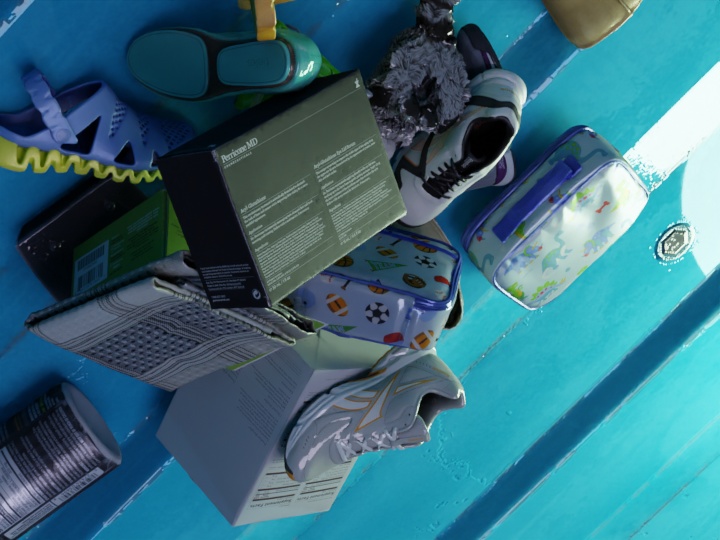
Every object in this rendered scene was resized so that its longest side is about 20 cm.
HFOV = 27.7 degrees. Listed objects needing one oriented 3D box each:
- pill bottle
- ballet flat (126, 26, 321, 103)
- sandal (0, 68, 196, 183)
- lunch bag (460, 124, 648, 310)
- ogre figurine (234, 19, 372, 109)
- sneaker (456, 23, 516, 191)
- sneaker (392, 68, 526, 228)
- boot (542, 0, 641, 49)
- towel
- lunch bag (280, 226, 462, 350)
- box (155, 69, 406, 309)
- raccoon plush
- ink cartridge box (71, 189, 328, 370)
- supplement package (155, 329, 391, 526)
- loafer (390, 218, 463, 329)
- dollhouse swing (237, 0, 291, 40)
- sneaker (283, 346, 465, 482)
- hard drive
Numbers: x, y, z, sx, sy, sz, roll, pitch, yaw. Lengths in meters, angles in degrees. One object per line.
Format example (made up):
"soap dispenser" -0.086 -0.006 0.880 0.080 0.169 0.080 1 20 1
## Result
"pill bottle" -0.353 0.211 1.490 0.200 0.106 0.106 -35 133 -1
"ballet flat" -0.117 -0.182 1.301 0.070 0.199 0.068 -7 100 -54
"sandal" -0.239 -0.132 1.324 0.199 0.080 0.087 1 119 -32
"lunch bag" 0.214 -0.058 1.603 0.200 0.083 0.161 -45 149 10
"ogre figurine" -0.069 -0.130 1.392 0.119 0.098 0.201 20 103 -9
"sneaker" 0.106 -0.155 1.500 0.087 0.075 0.200 -21 131 -8
"sneaker" 0.090 -0.111 1.453 0.074 0.080 0.200 27 125 -16
"boot" 0.230 -0.338 1.444 0.175 0.066 0.200 -37 133 16
"towel" -0.170 0.055 1.333 0.199 0.035 0.192 -22 145 31
"lunch bag" 0.000 0.000 1.472 0.199 0.160 0.076 18 120 2
"box" -0.063 -0.072 1.260 0.200 0.079 0.142 -35 115 -44
"raccoon plush" 0.051 -0.197 1.452 0.097 0.134 0.201 34 72 -19
"ink cartridge box" -0.151 0.017 1.380 0.200 0.076 0.148 23 142 -39
"supplement package" -0.084 0.137 1.533 0.150 0.152 0.200 1 124 -49
"loafer" 0.070 -0.010 1.587 0.076 0.068 0.200 -34 132 -2
"dollhouse swing" -0.037 -0.315 1.234 0.181 0.176 0.201 -16 128 -18
"sneaker" 0.017 0.150 1.438 0.200 0.092 0.076 -37 146 -16
"hard drive" -0.238 -0.006 1.437 0.135 0.042 0.200 -36 133 -1
